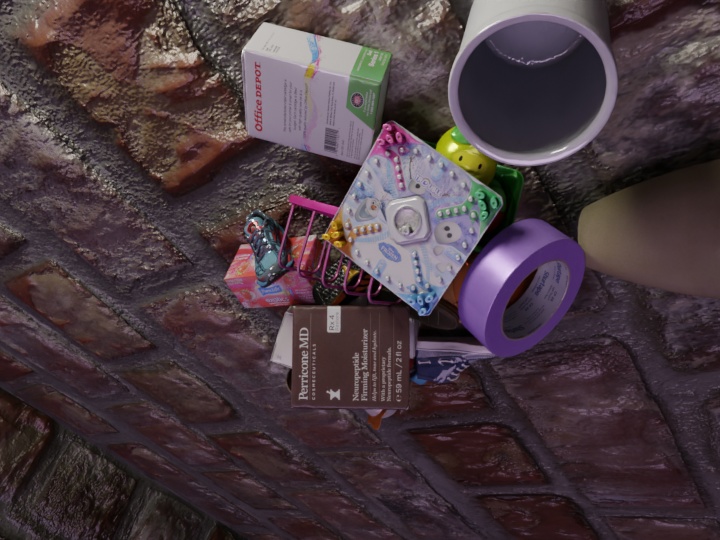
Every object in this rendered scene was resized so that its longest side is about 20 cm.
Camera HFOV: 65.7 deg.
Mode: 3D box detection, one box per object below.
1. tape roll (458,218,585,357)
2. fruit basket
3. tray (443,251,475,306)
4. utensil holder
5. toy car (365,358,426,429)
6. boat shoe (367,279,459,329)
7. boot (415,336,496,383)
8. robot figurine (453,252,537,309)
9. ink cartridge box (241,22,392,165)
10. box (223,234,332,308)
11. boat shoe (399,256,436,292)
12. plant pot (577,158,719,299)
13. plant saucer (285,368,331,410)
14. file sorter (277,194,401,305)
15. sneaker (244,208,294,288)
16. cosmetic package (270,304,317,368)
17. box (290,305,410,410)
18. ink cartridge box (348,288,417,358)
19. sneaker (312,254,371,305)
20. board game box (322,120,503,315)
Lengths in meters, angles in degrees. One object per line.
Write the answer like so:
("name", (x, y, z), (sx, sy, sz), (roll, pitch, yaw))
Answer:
("tape roll", (0.241, 0.028, 0.834), (0.066, 0.198, 0.202), (43, 162, 43))
("fruit basket", (0.144, -0.126, 0.825), (0.210, 0.159, 0.216), (17, 168, 4))
("tray", (0.185, 0.023, 1.070), (0.096, 0.038, 0.202), (-2, 137, 23))
("utensil holder", (0.193, -0.249, 0.627), (0.165, 0.203, 0.172), (10, 140, 9))
("toy car", (0.042, 0.270, 1.276), (0.182, 0.203, 0.177), (31, 139, -15))
("boat shoe", (0.108, 0.046, 1.061), (0.197, 0.068, 0.073), (22, 142, 30))
("boot", (0.210, 0.194, 1.199), (0.196, 0.072, 0.093), (-1, 95, 33))
("robot figurine", (0.242, 0.034, 0.967), (0.196, 0.118, 0.145), (11, 129, -30))
("ink cartridge box", (-0.064, -0.255, 0.814), (0.195, 0.085, 0.146), (15, 140, 4))
("box", (-0.164, 0.005, 1.136), (0.195, 0.101, 0.096), (-5, 136, 27))
("boat shoe", (0.112, -0.019, 0.901), (0.066, 0.199, 0.072), (43, 119, 8))
("plant pot", (0.423, -0.054, 0.796), (0.197, 0.190, 0.188), (-1, 139, 40))
("plant saucer", (-0.053, 0.221, 1.133), (0.195, 0.201, 0.035), (1, 115, 20))
("file sorter", (-0.021, -0.031, 0.934), (0.196, 0.129, 0.138), (18, -177, 30))
("sneaker", (-0.182, -0.046, 1.019), (0.078, 0.201, 0.096), (-34, 121, 5))
("cosmetic package", (-0.126, 0.124, 1.169), (0.071, 0.200, 0.106), (19, 99, -3))
("box", (-0.013, 0.148, 0.974), (0.194, 0.171, 0.164), (0, 174, 2))
("ink cartridge box", (0.026, 0.100, 1.179), (0.195, 0.086, 0.148), (8, 142, 12))
("sneaker", (0.000, 0.000, 1.069), (0.199, 0.071, 0.090), (-40, 154, 10))
("board game box", (0.065, -0.070, 0.785), (0.198, 0.026, 0.202), (37, 111, 12))
